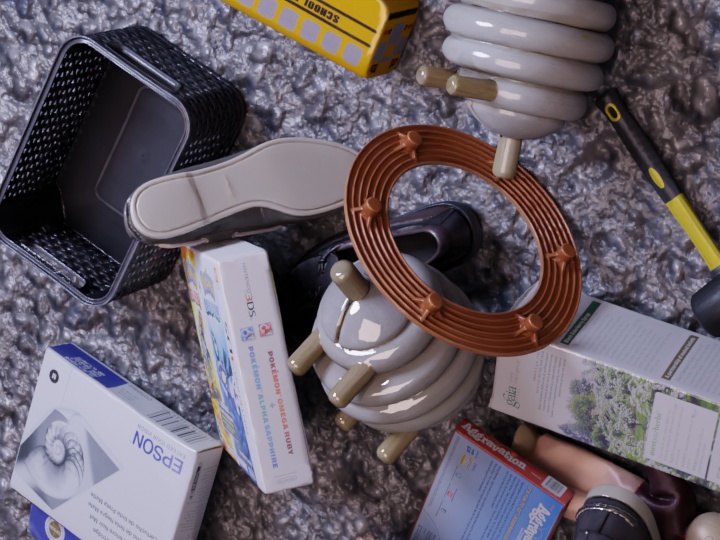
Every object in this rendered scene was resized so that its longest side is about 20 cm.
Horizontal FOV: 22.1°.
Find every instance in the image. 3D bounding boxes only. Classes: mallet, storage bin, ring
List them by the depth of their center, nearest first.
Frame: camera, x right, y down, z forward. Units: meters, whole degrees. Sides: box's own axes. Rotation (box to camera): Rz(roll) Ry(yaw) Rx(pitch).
[{"bbox_3d":[0.079,-0.027,1.342,0.200,0.200,0.019,50,137,8],"label":"ring"},{"bbox_3d":[0.228,-0.041,1.360,0.066,0.041,0.200,-46,76,29],"label":"mallet"},{"bbox_3d":[-0.201,-0.088,1.524,0.135,0.094,0.200,35,114,15],"label":"storage bin"}]

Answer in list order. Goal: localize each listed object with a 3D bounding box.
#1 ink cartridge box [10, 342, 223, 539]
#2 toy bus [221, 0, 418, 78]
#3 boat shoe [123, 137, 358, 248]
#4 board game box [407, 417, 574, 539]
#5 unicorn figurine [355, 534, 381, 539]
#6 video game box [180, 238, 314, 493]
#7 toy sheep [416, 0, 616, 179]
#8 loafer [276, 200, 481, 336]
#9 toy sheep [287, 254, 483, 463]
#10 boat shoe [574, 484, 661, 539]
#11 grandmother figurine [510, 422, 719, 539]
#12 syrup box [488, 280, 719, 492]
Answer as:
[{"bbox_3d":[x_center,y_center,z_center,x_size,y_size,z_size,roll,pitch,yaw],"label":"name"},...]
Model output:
[{"bbox_3d":[-0.222,0.194,1.605,0.200,0.041,0.200,29,114,32],"label":"ink cartridge box"},{"bbox_3d":[-0.054,-0.230,1.434,0.200,0.065,0.078,30,115,16],"label":"toy bus"},{"bbox_3d":[-0.092,-0.061,1.457,0.057,0.200,0.067,147,110,-71],"label":"boat shoe"},{"bbox_3d":[0.093,0.212,1.453,0.103,0.019,0.200,35,135,16],"label":"board game box"},{"bbox_3d":[0.030,0.297,1.511,0.137,0.074,0.200,10,111,37],"label":"unicorn figurine"},{"bbox_3d":[-0.093,0.067,1.459,0.047,0.200,0.182,-11,97,-13],"label":"video game box"},{"bbox_3d":[0.117,-0.165,1.327,0.138,0.138,0.200,18,104,21],"label":"toy sheep"},{"bbox_3d":[0.000,0.000,1.462,0.200,0.063,0.072,-26,89,28],"label":"loafer"},{"bbox_3d":[0.024,0.056,1.366,0.138,0.200,0.138,-11,57,17],"label":"toy sheep"},{"bbox_3d":[0.205,0.250,1.383,0.073,0.063,0.200,0,130,36],"label":"boat shoe"},{"bbox_3d":[0.209,0.185,1.408,0.200,0.061,0.121,18,124,24],"label":"grandmother figurine"},{"bbox_3d":[0.202,0.085,1.365,0.200,0.081,0.079,20,126,22],"label":"syrup box"}]
